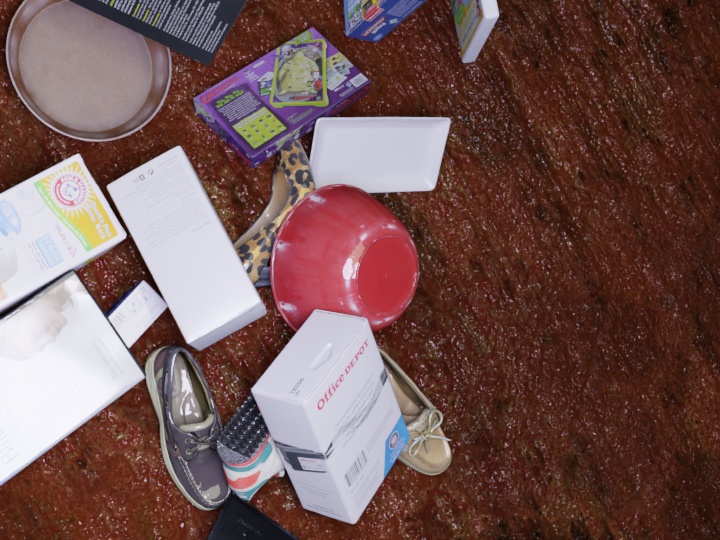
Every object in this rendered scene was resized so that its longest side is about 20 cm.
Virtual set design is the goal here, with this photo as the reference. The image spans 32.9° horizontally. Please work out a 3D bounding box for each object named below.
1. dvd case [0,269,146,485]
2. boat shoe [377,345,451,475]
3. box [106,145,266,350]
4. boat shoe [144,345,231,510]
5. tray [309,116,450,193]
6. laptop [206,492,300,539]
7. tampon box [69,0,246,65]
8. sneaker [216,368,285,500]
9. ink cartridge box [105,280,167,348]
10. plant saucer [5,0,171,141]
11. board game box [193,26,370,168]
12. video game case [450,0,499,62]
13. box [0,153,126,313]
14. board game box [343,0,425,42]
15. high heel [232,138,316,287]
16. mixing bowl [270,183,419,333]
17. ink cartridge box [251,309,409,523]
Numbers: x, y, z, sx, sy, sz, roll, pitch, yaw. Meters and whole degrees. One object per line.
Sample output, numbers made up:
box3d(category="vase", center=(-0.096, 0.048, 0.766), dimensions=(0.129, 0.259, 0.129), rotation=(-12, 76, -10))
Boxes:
box3d(category="dvd case", center=(-0.346, 0.112, 1.297), dimensions=(0.199, 0.018, 0.144), rotation=(-37, 97, -24))
box3d(category="boat shoe", center=(0.052, 0.178, 1.545), dimensions=(0.073, 0.063, 0.201), rotation=(-45, 101, -25))
box3d(category="box", center=(-0.197, -0.022, 1.408), dimensions=(0.096, 0.124, 0.202), rotation=(-28, 84, -5))
box3d(category="boat shoe", center=(-0.198, 0.185, 1.429), dimensions=(0.072, 0.065, 0.203), rotation=(-23, 92, -29))
box3d(category="tray", center=(0.020, -0.153, 1.587), dimensions=(0.197, 0.022, 0.109), rotation=(-4, 121, -28))
box3d(category="laptop", center=(-0.143, 0.407, 1.421), dimensions=(0.186, 0.116, 0.200), rotation=(37, 109, -13))
box3d(category="tampon box", center=(-0.234, -0.371, 1.451), dimensions=(0.198, 0.126, 0.151), rotation=(23, 46, -19))
box3d(category="sneaker", center=(-0.104, 0.192, 1.476), dimensions=(0.200, 0.069, 0.095), rotation=(-50, 147, -45))
box3d(category="ink cartridge box", center=(-0.308, 0.102, 1.379), dimensions=(0.044, 0.094, 0.200), rotation=(45, 66, -10))
box3d(category="plant saucer", center=(-0.327, -0.250, 1.466), dimensions=(0.197, 0.034, 0.204), rotation=(5, 78, -25))
box3d(category="board game box", center=(-0.098, -0.221, 1.540), dimensions=(0.199, 0.032, 0.120), rotation=(-35, 71, -25))
box3d(category="video game case", center=(0.142, -0.392, 1.616), dimensions=(0.022, 0.200, 0.185), rotation=(-9, 84, -5))
box3d(category="box", center=(-0.379, -0.030, 1.365), dimensions=(0.199, 0.101, 0.114), rotation=(-32, 95, -26))
box3d(category="board game box", center=(0.039, -0.441, 1.598), dimensions=(0.061, 0.199, 0.203), rotation=(2, 65, -40))
box3d(category="high heel", center=(-0.127, -0.078, 1.507), dimensions=(0.140, 0.071, 0.204), rotation=(-4, 85, -23))
box3d(category="mixing bowl", center=(0.000, 0.000, 1.493), dimensions=(0.198, 0.108, 0.204), rotation=(-9, 104, -38))
box3d(category="ink cartridge box", center=(-0.031, 0.170, 1.434), dimensions=(0.145, 0.083, 0.202), rotation=(-51, 136, -37))
